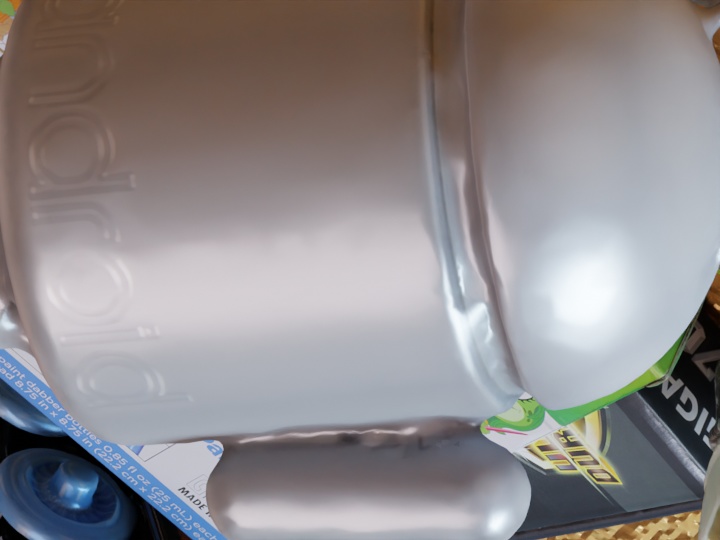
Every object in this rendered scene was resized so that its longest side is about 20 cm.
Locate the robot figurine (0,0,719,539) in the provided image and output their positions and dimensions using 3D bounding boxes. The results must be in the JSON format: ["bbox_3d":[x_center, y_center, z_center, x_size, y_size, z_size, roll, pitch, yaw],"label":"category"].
[{"bbox_3d":[-0.004,-0.021,0.664,0.200,0.113,0.170,-6,92,14],"label":"robot figurine"}]

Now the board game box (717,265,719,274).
[{"bbox_3d":[0.164,0.015,0.700,0.134,0.045,0.200,34,177,-9],"label":"board game box"}]

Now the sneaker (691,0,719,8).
[{"bbox_3d":[0.111,-0.082,0.688,0.200,0.075,0.081,32,158,-1],"label":"sneaker"}]

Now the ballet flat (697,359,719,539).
[{"bbox_3d":[0.116,0.056,0.771,0.072,0.072,0.200,28,177,0],"label":"ballet flat"}]

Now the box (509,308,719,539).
[{"bbox_3d":[0.000,0.000,0.872,0.159,0.046,0.200,-15,126,43],"label":"box"}]

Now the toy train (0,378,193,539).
[{"bbox_3d":[-0.071,0.098,0.933,0.114,0.200,0.087,13,122,-27],"label":"toy train"}]

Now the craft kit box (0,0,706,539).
[{"bbox_3d":[-0.042,-0.015,0.805,0.200,0.049,0.197,42,143,-15],"label":"craft kit box"}]
